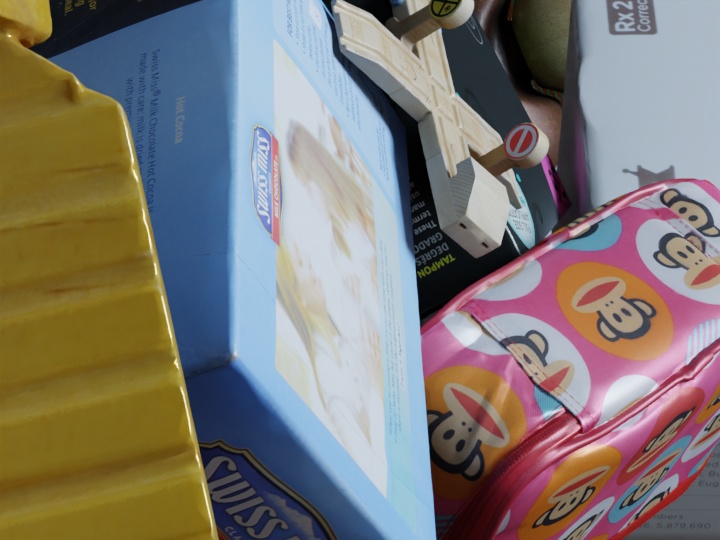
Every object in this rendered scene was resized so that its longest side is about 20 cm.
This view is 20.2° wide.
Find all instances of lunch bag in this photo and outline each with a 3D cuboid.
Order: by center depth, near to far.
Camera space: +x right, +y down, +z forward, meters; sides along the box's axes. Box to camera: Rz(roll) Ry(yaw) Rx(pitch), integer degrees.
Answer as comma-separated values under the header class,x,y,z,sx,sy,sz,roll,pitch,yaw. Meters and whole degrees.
class,x,y,z,sx,sy,sz,roll,pitch,yaw
lunch bag,0.065,0.066,0.752,0.199,0.177,0.082,-28,64,-40

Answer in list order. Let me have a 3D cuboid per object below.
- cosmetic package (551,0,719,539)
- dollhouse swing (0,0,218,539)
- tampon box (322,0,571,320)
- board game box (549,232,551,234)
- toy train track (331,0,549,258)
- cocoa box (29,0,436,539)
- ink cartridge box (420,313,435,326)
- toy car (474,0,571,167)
class,x,y,z,sx,sy,sz,roll,pitch,yaw
cosmetic package,0.172,-0.001,0.921,0.166,0.163,0.201,-88,179,-47
dollhouse swing,-0.128,0.022,0.366,0.176,0.180,0.202,87,-11,-75
tampon box,-0.021,-0.074,0.803,0.201,0.125,0.150,61,17,-3
board game box,0.090,0.037,1.055,0.200,0.026,0.202,33,41,-61
toy train track,0.029,-0.096,0.714,0.115,0.032,0.202,37,33,-47
cocoa box,-0.062,0.005,0.624,0.134,0.130,0.201,53,25,-43
ink cartridge box,0.053,0.085,1.036,0.201,0.059,0.105,-76,143,-61
toy car,0.137,-0.132,1.288,0.164,0.198,0.159,-23,94,-73
